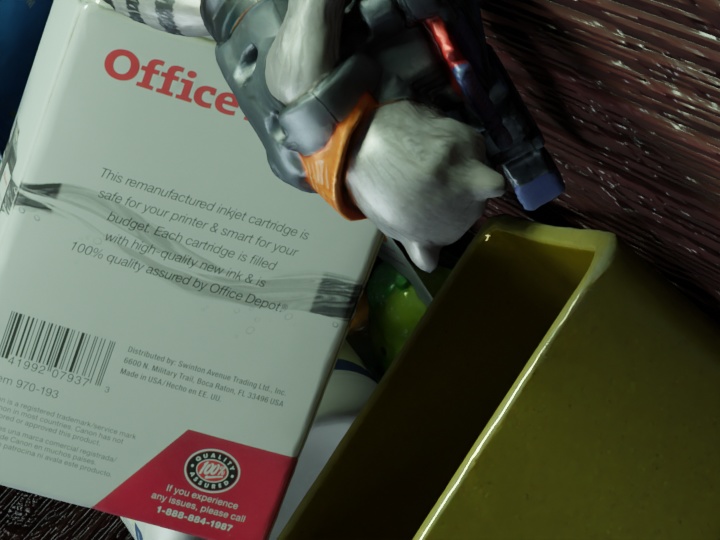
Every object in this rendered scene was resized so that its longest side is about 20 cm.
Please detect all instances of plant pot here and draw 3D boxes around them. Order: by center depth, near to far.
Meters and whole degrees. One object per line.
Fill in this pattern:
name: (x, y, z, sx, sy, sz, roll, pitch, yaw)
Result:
plant pot: (0.100, 0.116, 1.109, 0.199, 0.195, 0.195, 35, 177, -12)

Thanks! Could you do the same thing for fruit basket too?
fruit basket: (0.000, 0.000, 1.433, 0.200, 0.094, 0.185, 49, 173, -24)

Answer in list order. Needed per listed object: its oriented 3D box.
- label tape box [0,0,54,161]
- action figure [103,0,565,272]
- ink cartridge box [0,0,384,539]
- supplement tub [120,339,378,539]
label tape box: (-0.158, -0.143, 1.161, 0.201, 0.066, 0.143, 67, -176, 35)
action figure: (-0.011, -0.067, 0.911, 0.194, 0.104, 0.200, 51, 179, 39)
ink cartridge box: (-0.077, -0.007, 1.103, 0.144, 0.201, 0.083, 17, -164, -14)
supplement tub: (-0.084, 0.053, 1.403, 0.200, 0.145, 0.145, 52, -179, 35)
